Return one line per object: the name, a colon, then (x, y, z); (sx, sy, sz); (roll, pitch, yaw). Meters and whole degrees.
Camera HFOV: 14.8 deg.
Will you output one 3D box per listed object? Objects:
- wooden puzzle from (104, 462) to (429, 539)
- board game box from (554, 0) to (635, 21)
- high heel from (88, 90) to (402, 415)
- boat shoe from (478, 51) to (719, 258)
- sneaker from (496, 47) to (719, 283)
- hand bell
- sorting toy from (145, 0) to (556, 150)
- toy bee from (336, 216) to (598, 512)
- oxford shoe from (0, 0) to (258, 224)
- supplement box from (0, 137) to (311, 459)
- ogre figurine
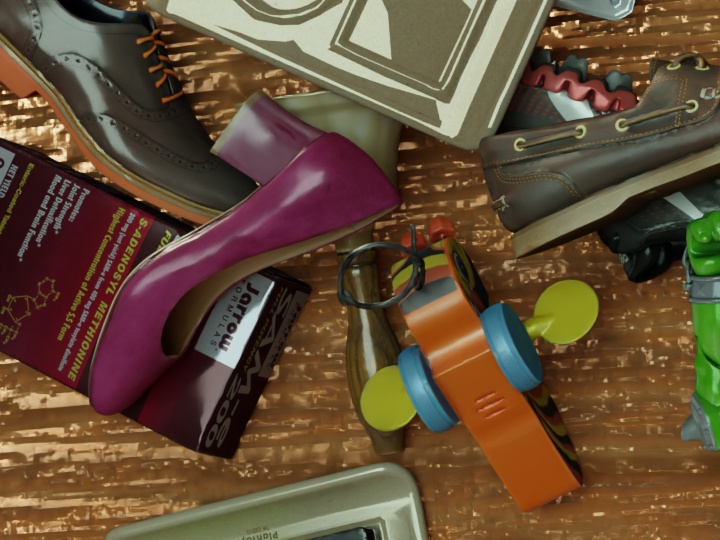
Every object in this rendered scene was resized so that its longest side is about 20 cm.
wooden puzzle: (-0.041, 0.218, 1.496); (0.185, 0.037, 0.200); (-15, 80, 16)
board game box: (0.068, -0.251, 1.451); (0.200, 0.026, 0.200); (14, 100, 1)
high heel: (-0.065, 0.012, 1.443); (0.096, 0.067, 0.200); (36, 110, 13)
boat shoe: (0.155, -0.072, 1.373); (0.200, 0.070, 0.070); (-20, 82, 11)
sneaker: (0.134, -0.050, 1.450); (0.200, 0.071, 0.098); (23, 89, 18)
hand bell: (0.000, 0.000, 1.496); (0.104, 0.104, 0.200); (-8, 95, 17)
sorting toy: (0.011, -0.182, 1.430); (0.200, 0.036, 0.185); (24, 93, 5)
toy bee: (0.058, 0.025, 1.437); (0.131, 0.200, 0.109); (-9, 39, 2)
oxford shoe: (-0.126, -0.098, 1.524); (0.200, 0.071, 0.073); (39, 110, 2)
supplement box: (-0.141, 0.013, 1.540); (0.200, 0.061, 0.109); (25, 92, 18)
ogre figurine: (0.242, 0.054, 1.384); (0.200, 0.098, 0.120); (19, 97, -25)
